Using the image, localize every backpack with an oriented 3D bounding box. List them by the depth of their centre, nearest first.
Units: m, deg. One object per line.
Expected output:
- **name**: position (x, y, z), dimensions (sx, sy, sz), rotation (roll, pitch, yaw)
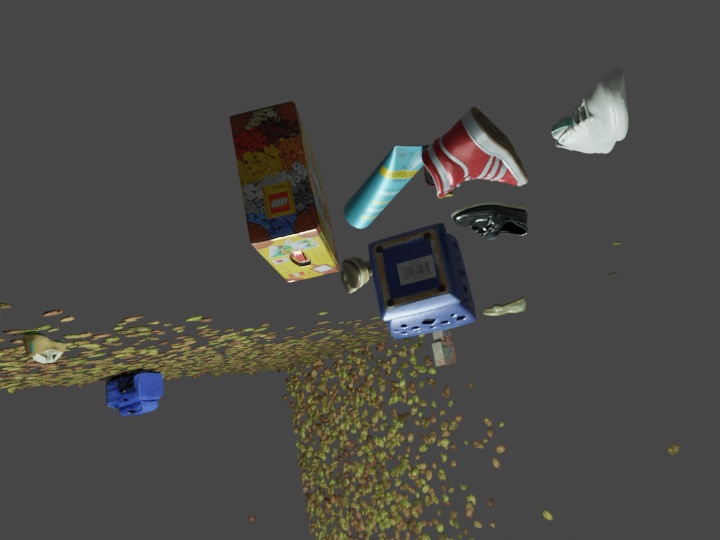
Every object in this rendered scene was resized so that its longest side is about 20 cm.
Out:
- **backpack**: position (-0.916, 0.492, 2.292), dimensions (0.196, 0.171, 0.162), rotation (-12, 161, 17)

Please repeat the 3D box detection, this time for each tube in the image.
- **tube**: position (0.037, -0.132, 0.860), dimensions (0.076, 0.051, 0.200), rotation (-15, 164, -33)

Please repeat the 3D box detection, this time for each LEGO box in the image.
- **LEGO box**: position (-0.086, -0.084, 0.703), dimensions (0.076, 0.152, 0.200), rotation (-12, 166, 2)

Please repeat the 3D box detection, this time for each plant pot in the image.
- **plant pot**: position (0.126, 0.020, 1.233), dimensions (0.196, 0.204, 0.180), rotation (-14, 161, 13)

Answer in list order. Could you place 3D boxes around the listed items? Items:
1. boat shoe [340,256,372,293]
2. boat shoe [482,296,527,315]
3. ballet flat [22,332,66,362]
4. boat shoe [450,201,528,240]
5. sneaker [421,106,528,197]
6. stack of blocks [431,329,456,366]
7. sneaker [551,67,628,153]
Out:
- **boat shoe**: position (0.000, 0.000, 1.335), dimensions (0.075, 0.073, 0.200), rotation (-24, 176, -11)
- **boat shoe**: position (0.653, 0.165, 2.612), dimensions (0.197, 0.064, 0.073), rotation (-10, 180, 19)
- **ballet flat**: position (-0.786, 0.200, 1.428), dimensions (0.067, 0.064, 0.200), rotation (-9, 167, -9)
- **boat shoe**: position (0.266, -0.094, 1.155), dimensions (0.197, 0.067, 0.074), rotation (-1, 163, -38)
- **sneaker**: position (0.157, -0.145, 0.805), dimensions (0.112, 0.072, 0.199), rotation (-34, 151, 24)
- **stack of blocks**: position (0.423, 0.384, 2.957), dimensions (0.058, 0.204, 0.114), rotation (-19, 165, 39)
- **sneaker**: position (0.302, -0.199, 0.770), dimensions (0.087, 0.077, 0.200), rotation (-3, 170, 14)
